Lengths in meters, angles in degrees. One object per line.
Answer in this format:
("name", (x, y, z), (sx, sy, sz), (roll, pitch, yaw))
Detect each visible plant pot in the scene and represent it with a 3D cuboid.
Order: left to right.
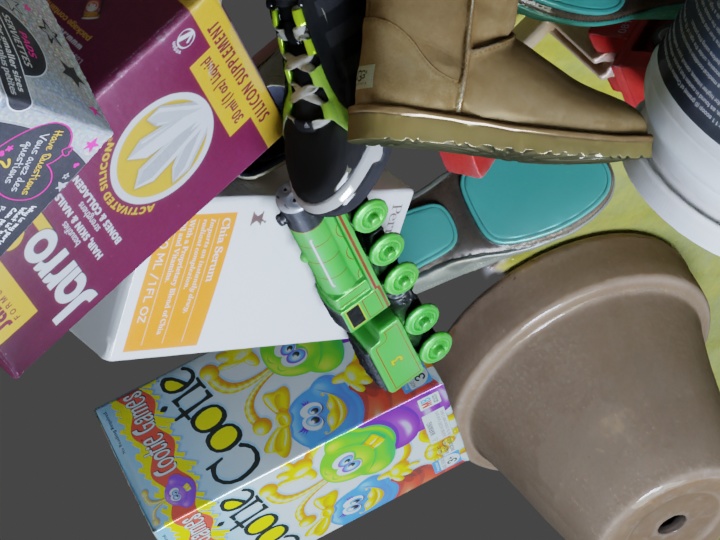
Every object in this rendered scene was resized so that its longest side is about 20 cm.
("plant pot", (0.166, 0.104, 1.889), (0.199, 0.175, 0.201), (-18, 144, -14))

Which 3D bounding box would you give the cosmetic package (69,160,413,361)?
("cosmetic package", (-0.074, -0.014, 1.607), (0.199, 0.071, 0.102), (-5, 121, -45))

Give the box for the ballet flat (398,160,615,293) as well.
("ballet flat", (0.059, -0.028, 1.755), (0.199, 0.068, 0.064), (-21, 173, -11))

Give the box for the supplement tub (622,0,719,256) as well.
("supplement tub", (0.232, -0.114, 1.464), (0.140, 0.141, 0.200), (1, 132, -37))

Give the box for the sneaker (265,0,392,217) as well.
("sneaker", (-0.027, -0.129, 1.451), (0.083, 0.201, 0.072), (8, 175, -40))

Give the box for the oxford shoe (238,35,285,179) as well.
("oxford shoe", (-0.004, -0.118, 1.531), (0.071, 0.074, 0.200), (32, 128, -12))

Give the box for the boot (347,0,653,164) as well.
("boot", (0.076, -0.157, 1.430), (0.174, 0.201, 0.066), (5, 178, -26))

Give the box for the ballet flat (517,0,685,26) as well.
("ballet flat", (0.133, -0.158, 1.528), (0.199, 0.068, 0.070), (-2, 169, -23))

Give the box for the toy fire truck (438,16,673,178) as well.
("toy fire truck", (0.138, -0.135, 1.624), (0.200, 0.140, 0.049), (-57, 139, -31))

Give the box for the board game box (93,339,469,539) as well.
("board game box", (-0.048, 0.104, 1.794), (0.199, 0.103, 0.105), (-27, 146, -4))

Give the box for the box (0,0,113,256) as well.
("box", (-0.221, -0.104, 1.313), (0.132, 0.200, 0.114), (-44, 145, 21))

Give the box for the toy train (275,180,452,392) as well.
("toy train", (0.000, 0.000, 1.607), (0.056, 0.042, 0.200), (-35, 141, -6))

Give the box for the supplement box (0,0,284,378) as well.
("supplement box", (-0.154, -0.068, 1.451), (0.200, 0.103, 0.131), (-43, 146, -9))
